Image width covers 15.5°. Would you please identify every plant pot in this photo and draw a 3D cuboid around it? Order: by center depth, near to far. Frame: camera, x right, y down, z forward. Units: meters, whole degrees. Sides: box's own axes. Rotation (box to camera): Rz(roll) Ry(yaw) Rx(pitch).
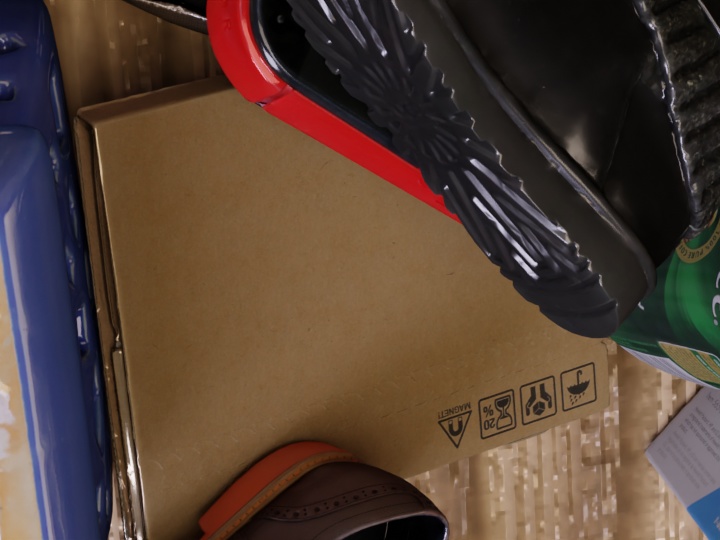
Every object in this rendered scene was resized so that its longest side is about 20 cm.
[{"bbox_3d":[-0.179,0.030,0.860,0.199,0.180,0.201,-8,109,-9],"label":"plant pot"}]

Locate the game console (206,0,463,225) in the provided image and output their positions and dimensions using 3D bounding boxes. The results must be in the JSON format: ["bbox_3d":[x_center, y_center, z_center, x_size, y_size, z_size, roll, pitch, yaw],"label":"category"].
[{"bbox_3d":[0.053,-0.117,0.902,0.177,0.031,0.201,30,77,-25],"label":"game console"}]

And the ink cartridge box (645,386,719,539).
[{"bbox_3d":[0.208,0.034,0.977,0.068,0.115,0.200,39,98,-22],"label":"ink cartridge box"}]

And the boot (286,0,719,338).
[{"bbox_3d":[0.068,-0.101,0.848,0.158,0.079,0.211,-46,115,-18],"label":"boot"}]

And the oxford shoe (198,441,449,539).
[{"bbox_3d":[-0.051,0.136,0.874,0.200,0.072,0.071,-48,124,-21],"label":"oxford shoe"}]

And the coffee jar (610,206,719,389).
[{"bbox_3d":[0.163,0.004,0.903,0.085,0.200,0.105,29,87,-26],"label":"coffee jar"}]

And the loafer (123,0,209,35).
[{"bbox_3d":[-0.089,-0.131,0.881,0.199,0.071,0.073,20,103,-18],"label":"loafer"}]

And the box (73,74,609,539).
[{"bbox_3d":[0.000,0.000,0.936,0.199,0.021,0.164,-17,113,-27],"label":"box"}]
